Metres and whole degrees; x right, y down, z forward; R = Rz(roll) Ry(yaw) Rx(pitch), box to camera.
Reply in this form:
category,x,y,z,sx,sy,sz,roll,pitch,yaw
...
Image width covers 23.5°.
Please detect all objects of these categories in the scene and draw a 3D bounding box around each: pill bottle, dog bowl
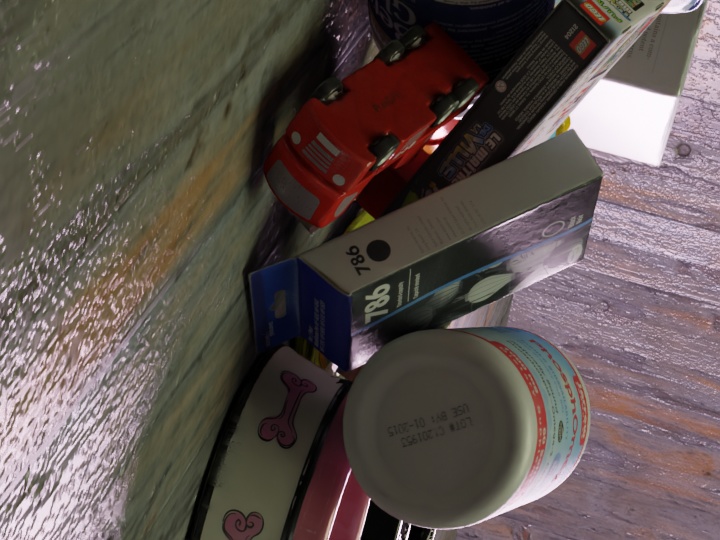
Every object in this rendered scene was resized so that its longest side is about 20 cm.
category,x,y,z,sx,sy,sz,roll,pitch,yaw
pill bottle,0.072,0.087,1.011,0.200,0.108,0.109,2,104,-69
dog bowl,-0.043,0.149,1.027,0.200,0.073,0.201,16,90,-82
pill bottle,0.058,-0.169,0.993,0.200,0.110,0.112,85,22,-67

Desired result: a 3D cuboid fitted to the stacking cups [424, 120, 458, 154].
category,x,y,z,sx,sy,sz,roll,pitch,yaw
stacking cups,0.063,-0.109,1.338,0.200,0.060,0.061,60,46,-75

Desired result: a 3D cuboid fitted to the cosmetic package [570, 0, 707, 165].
category,x,y,z,sx,sy,sz,roll,pitch,yaw
cosmetic package,0.211,-0.224,1.608,0.166,0.199,0.168,81,26,-71

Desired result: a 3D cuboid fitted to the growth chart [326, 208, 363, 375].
category,x,y,z,sx,sy,sz,roll,pitch,yaw
growth chart,0.006,0.006,1.290,0.200,0.018,0.146,-37,140,-74

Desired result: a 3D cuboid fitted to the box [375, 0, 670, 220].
category,x,y,z,sx,sy,sz,roll,pitch,yaw
box,0.089,-0.086,0.987,0.200,0.035,0.110,-49,173,35

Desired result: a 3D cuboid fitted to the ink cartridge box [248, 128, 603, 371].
category,x,y,z,sx,sy,sz,roll,pitch,yaw
ink cartridge box,0.036,-0.002,0.954,0.039,0.199,0.100,61,-13,24

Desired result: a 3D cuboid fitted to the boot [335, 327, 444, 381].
category,x,y,z,sx,sy,sz,roll,pitch,yaw
boot,0.013,0.116,1.167,0.201,0.097,0.075,-63,176,31

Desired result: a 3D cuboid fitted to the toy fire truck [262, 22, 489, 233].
category,x,y,z,sx,sy,sz,roll,pitch,yaw
toy fire truck,0.000,-0.064,0.941,0.141,0.049,0.200,-50,174,38

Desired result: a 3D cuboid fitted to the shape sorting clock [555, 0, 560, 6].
category,x,y,z,sx,sy,sz,roll,pitch,yaw
shape sorting clock,0.139,-0.216,1.264,0.039,0.199,0.201,-115,-157,-43

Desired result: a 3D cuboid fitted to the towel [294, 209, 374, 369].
category,x,y,z,sx,sy,sz,roll,pitch,yaw
towel,0.000,0.000,1.165,0.200,0.018,0.087,-54,156,-55

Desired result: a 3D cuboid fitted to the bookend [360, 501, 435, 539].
category,x,y,z,sx,sy,sz,roll,pitch,yaw
bookend,0.021,0.165,1.411,0.199,0.092,0.201,18,87,-82

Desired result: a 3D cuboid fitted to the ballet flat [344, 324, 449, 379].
category,x,y,z,sx,sy,sz,roll,pitch,yaw
ballet flat,0.034,0.027,1.274,0.068,0.062,0.200,59,34,-24

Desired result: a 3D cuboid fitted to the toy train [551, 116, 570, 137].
category,x,y,z,sx,sy,sz,roll,pitch,yaw
toy train,0.092,-0.076,1.285,0.151,0.055,0.200,-63,162,6

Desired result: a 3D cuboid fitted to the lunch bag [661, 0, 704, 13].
category,x,y,z,sx,sy,sz,roll,pitch,yaw
lunch bag,0.129,-0.233,1.043,0.161,0.199,0.083,76,30,-72
